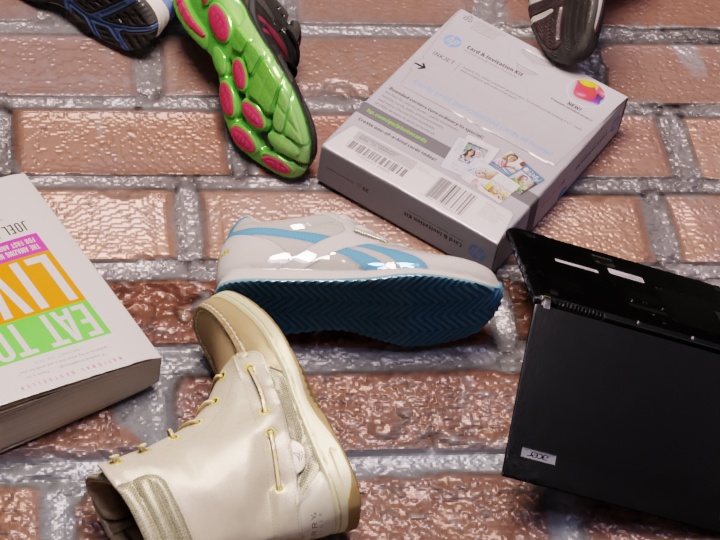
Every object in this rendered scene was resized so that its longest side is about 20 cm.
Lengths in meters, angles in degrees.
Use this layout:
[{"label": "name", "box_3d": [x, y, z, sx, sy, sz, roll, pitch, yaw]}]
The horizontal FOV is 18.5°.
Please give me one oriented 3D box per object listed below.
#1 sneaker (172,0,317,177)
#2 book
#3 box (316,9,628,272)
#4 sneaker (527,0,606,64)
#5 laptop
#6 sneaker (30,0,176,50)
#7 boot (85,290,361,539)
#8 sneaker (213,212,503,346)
[{"label": "sneaker", "box_3d": [-0.071, -0.160, 1.670, 0.084, 0.077, 0.200, -3, 58, -38]}, {"label": "book", "box_3d": [-0.241, 0.023, 1.504, 0.133, 0.048, 0.200, -20, 52, -30]}, {"label": "box", "box_3d": [0.086, -0.100, 1.666, 0.156, 0.041, 0.200, 29, 51, 16]}, {"label": "sneaker", "box_3d": [0.192, -0.241, 1.750, 0.115, 0.076, 0.200, 20, 58, -39]}, {"label": "laptop", "box_3d": [0.180, 0.072, 1.520, 0.177, 0.103, 0.200, 16, 21, -12]}, {"label": "sneaker", "box_3d": [-0.224, -0.247, 1.738, 0.200, 0.076, 0.077, 36, 45, 11]}, {"label": "boot", "box_3d": [-0.107, 0.107, 1.428, 0.154, 0.072, 0.200, -18, 54, -20]}, {"label": "sneaker", "box_3d": [0.000, 0.000, 1.534, 0.199, 0.077, 0.081, 5, 46, -3]}]
